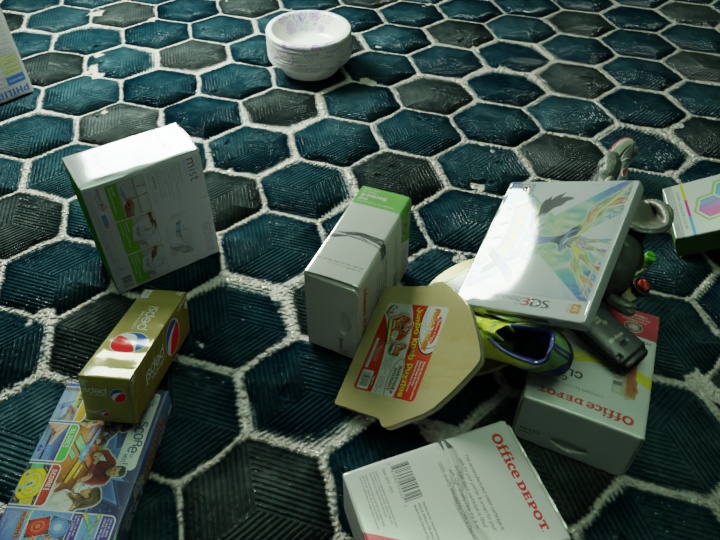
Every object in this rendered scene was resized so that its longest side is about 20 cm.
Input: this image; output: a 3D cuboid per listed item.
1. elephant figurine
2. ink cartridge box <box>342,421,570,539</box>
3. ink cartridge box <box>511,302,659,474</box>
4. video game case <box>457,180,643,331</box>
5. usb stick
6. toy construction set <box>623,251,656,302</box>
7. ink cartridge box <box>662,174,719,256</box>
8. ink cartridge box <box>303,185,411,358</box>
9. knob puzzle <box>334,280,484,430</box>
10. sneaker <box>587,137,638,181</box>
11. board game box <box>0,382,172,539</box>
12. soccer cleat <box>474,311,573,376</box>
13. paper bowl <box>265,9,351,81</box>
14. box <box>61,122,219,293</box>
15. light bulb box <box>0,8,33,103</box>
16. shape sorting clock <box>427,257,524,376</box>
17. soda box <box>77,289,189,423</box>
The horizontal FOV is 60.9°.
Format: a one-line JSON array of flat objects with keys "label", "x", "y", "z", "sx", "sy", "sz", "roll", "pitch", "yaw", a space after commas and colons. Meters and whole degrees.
[{"label": "elephant figurine", "x": 0.351, "y": -0.060, "z": 0.833, "sx": 0.199, "sy": 0.156, "sz": 0.141, "roll": -33, "pitch": 12, "yaw": -17}, {"label": "ink cartridge box", "x": 0.095, "y": 0.267, "z": 0.652, "sx": 0.197, "sy": 0.085, "sz": 0.146, "roll": -14, "pitch": 46, "yaw": -13}, {"label": "ink cartridge box", "x": 0.293, "y": 0.135, "z": 0.789, "sx": 0.143, "sy": 0.084, "sz": 0.201, "roll": 17, "pitch": 47, "yaw": 17}, {"label": "video game case", "x": 0.229, "y": -0.028, "z": 0.759, "sx": 0.181, "sy": 0.022, "sz": 0.201, "roll": 7, "pitch": 61, "yaw": 47}, {"label": "usb stick", "x": 0.273, "y": 0.047, "z": 0.783, "sx": 0.055, "sy": 0.033, "sz": 0.200, "roll": -25, "pitch": 55, "yaw": -28}, {"label": "toy construction set", "x": 0.357, "y": 0.002, "z": 0.918, "sx": 0.198, "sy": 0.092, "sz": 0.132, "roll": -28, "pitch": 75, "yaw": -16}, {"label": "ink cartridge box", "x": 0.599, "y": -0.100, "z": 0.975, "sx": 0.198, "sy": 0.059, "sz": 0.105, "roll": -13, "pitch": 55, "yaw": 25}, {"label": "ink cartridge box", "x": 0.000, "y": 0.000, "z": 0.877, "sx": 0.083, "sy": 0.147, "sz": 0.201, "roll": 17, "pitch": 46, "yaw": 17}, {"label": "knob puzzle", "x": 0.074, "y": 0.106, "z": 0.761, "sx": 0.218, "sy": 0.030, "sz": 0.222, "roll": -29, "pitch": 41, "yaw": 28}, {"label": "sneaker", "x": 0.455, "y": -0.162, "z": 1.103, "sx": 0.074, "sy": 0.081, "sz": 0.200, "roll": 34, "pitch": 60, "yaw": 12}, {"label": "board game box", "x": -0.317, "y": 0.230, "z": 0.720, "sx": 0.133, "sy": 0.035, "sz": 0.202, "roll": 4, "pitch": 45, "yaw": 3}, {"label": "soccer cleat", "x": 0.160, "y": 0.078, "z": 0.749, "sx": 0.198, "sy": 0.084, "sz": 0.065, "roll": 11, "pitch": 73, "yaw": 38}, {"label": "paper bowl", "x": -0.119, "y": -0.519, "z": 1.431, "sx": 0.197, "sy": 0.105, "sz": 0.202, "roll": 1, "pitch": 44, "yaw": -1}, {"label": "box", "x": -0.322, "y": -0.093, "z": 0.931, "sx": 0.175, "sy": 0.202, "sz": 0.097, "roll": -27, "pitch": 50, "yaw": -24}, {"label": "light bulb box", "x": -0.842, "y": -0.453, "z": 1.288, "sx": 0.124, "sy": 0.202, "sz": 0.198, "roll": 30, "pitch": 51, "yaw": 29}, {"label": "shape sorting clock", "x": 0.163, "y": 0.060, "z": 0.856, "sx": 0.198, "sy": 0.039, "sz": 0.202, "roll": -22, "pitch": 42, "yaw": 21}, {"label": "soda box", "x": -0.284, "y": 0.104, "z": 0.790, "sx": 0.063, "sy": 0.069, "sz": 0.201, "roll": 4, "pitch": 28, "yaw": 3}]
